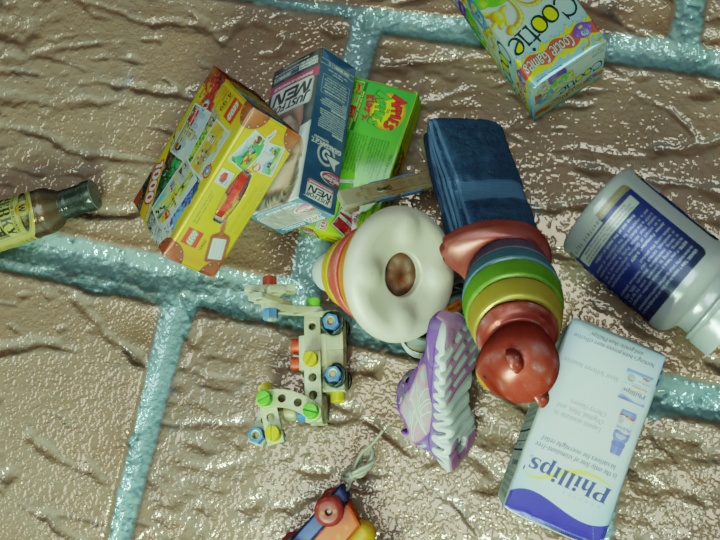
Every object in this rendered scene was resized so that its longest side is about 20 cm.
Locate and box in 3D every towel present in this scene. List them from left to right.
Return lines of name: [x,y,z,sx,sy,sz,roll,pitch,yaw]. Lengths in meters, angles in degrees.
towel: [0.142,-0.092,1.120,0.109,0.049,0.203,-2,58,-17]

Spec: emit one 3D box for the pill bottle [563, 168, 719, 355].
pill bottle: [0.336,-0.006,1.066,0.200,0.120,0.120,43,88,17]

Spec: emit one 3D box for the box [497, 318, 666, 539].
box: [0.228,0.171,1.015,0.103,0.184,0.203,21,83,10]

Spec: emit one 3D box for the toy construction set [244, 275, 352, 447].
toy construction set: [-0.079,0.106,1.144,0.128,0.092,0.204,-6,88,10]

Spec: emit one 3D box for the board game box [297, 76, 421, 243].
board game box: [-0.002,-0.133,1.196,0.100,0.048,0.203,16,82,13]

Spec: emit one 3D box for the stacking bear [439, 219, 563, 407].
stacking bear: [0.152,0.049,0.966,0.112,0.122,0.202,-23,34,18]

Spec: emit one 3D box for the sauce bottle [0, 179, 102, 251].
sauce bottle: [-0.437,-0.071,1.259,0.197,0.065,0.066,-19,75,6]

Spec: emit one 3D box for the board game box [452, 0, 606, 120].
board game box: [0.199,-0.306,1.165,0.104,0.103,0.202,-32,74,3]

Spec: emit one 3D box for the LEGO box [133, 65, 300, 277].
LEGO box: [-0.177,-0.120,1.155,0.202,0.077,0.149,-57,39,11]

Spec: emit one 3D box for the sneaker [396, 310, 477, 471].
sneaker: [0.078,0.130,1.072,0.087,0.203,0.080,19,39,31]

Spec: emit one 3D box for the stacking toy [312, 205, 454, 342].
stacking toy: [0.000,0.000,1.109,0.199,0.145,0.149,5,74,57]

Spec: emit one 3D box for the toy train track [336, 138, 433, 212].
toy train track: [0.063,-0.098,1.153,0.197,0.033,0.116,-14,62,-23]

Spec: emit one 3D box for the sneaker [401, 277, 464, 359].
sneaker: [0.134,0.038,1.118,0.198,0.079,0.075,-31,72,2]

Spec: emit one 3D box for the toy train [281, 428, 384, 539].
toy train: [-0.002,0.295,1.091,0.116,0.085,0.200,43,88,6]

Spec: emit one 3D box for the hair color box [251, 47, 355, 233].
hair color box: [-0.070,-0.157,1.161,0.099,0.060,0.204,-15,60,45]
